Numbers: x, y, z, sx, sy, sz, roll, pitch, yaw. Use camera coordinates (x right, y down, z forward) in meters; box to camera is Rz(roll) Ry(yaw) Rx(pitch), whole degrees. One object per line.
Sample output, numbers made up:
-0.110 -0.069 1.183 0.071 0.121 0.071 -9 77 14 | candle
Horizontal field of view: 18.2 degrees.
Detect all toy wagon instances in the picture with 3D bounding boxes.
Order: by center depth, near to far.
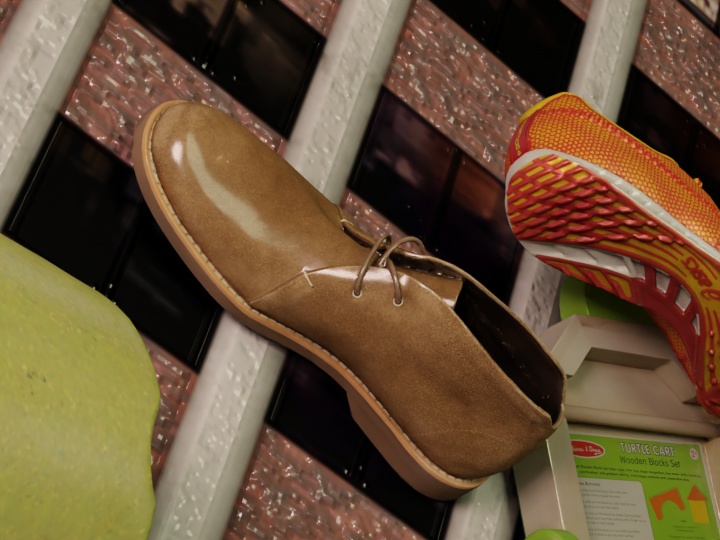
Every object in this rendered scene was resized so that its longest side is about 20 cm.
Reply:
0.118 0.076 0.952 0.155 0.040 0.201 10 61 -39 | toy wagon

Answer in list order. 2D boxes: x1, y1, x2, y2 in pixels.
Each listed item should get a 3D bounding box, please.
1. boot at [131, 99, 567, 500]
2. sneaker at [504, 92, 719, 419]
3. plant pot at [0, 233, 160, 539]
0.000 0.000 0.859 0.200 0.075 0.074 44 47 -14 | boot
0.143 -0.003 0.942 0.200 0.073 0.077 43 35 -20 | sneaker
-0.162 0.041 0.622 0.184 0.200 0.201 24 52 -47 | plant pot
